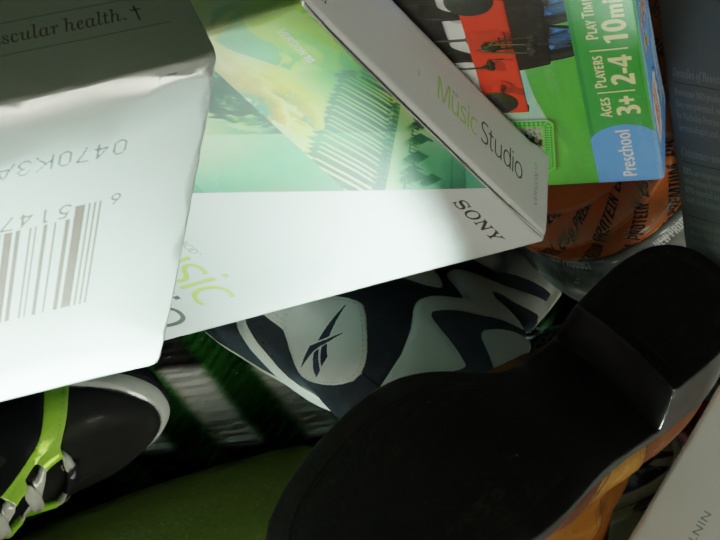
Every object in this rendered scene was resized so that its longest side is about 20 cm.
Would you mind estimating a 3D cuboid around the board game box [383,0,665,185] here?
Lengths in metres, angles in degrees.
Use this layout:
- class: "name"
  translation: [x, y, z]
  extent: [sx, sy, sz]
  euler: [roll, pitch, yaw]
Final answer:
- class: "board game box"
  translation: [-0.013, -0.075, 0.910]
  extent: [0.199, 0.037, 0.152]
  euler: [-2, 150, 11]

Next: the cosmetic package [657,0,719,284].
- class: "cosmetic package"
  translation: [0.153, -0.099, 0.939]
  extent: [0.106, 0.090, 0.201]
  euler: [-11, 100, -24]

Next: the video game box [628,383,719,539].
- class: "video game box"
  translation: [0.126, 0.137, 1.124]
  extent: [0.201, 0.047, 0.182]
  euler: [-59, 161, -4]

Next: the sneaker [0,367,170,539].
- class: "sneaker"
  translation: [-0.154, 0.097, 1.074]
  extent: [0.199, 0.083, 0.072]
  euler: [-19, 148, -15]

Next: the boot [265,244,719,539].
- class: "boot"
  translation: [0.028, 0.093, 0.984]
  extent: [0.188, 0.068, 0.200]
  euler: [-40, 163, -33]

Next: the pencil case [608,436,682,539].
- class: "pencil case"
  translation: [0.066, 0.143, 1.182]
  extent: [0.089, 0.078, 0.201]
  euler: [-5, 126, -22]

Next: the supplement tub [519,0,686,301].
- class: "supplement tub"
  translation: [0.131, -0.035, 1.073]
  extent: [0.123, 0.123, 0.200]
  euler: [-43, 146, 23]

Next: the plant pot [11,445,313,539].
- class: "plant pot"
  translation: [-0.072, 0.158, 1.157]
  extent: [0.200, 0.187, 0.188]
  euler: [-36, 155, -30]

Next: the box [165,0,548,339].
- class: "box"
  translation: [-0.062, -0.032, 0.916]
  extent: [0.199, 0.037, 0.144]
  euler: [-16, 145, 27]

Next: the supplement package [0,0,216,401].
- class: "supplement package"
  translation: [-0.129, -0.074, 0.739]
  extent: [0.116, 0.201, 0.118]
  euler: [-14, 146, -22]

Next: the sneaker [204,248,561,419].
- class: "sneaker"
  translation: [0.000, 0.000, 1.075]
  extent: [0.080, 0.129, 0.199]
  euler: [-55, 179, 22]

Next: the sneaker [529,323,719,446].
- class: "sneaker"
  translation: [0.085, 0.058, 1.223]
  extent: [0.199, 0.075, 0.081]
  euler: [-18, 116, 4]
